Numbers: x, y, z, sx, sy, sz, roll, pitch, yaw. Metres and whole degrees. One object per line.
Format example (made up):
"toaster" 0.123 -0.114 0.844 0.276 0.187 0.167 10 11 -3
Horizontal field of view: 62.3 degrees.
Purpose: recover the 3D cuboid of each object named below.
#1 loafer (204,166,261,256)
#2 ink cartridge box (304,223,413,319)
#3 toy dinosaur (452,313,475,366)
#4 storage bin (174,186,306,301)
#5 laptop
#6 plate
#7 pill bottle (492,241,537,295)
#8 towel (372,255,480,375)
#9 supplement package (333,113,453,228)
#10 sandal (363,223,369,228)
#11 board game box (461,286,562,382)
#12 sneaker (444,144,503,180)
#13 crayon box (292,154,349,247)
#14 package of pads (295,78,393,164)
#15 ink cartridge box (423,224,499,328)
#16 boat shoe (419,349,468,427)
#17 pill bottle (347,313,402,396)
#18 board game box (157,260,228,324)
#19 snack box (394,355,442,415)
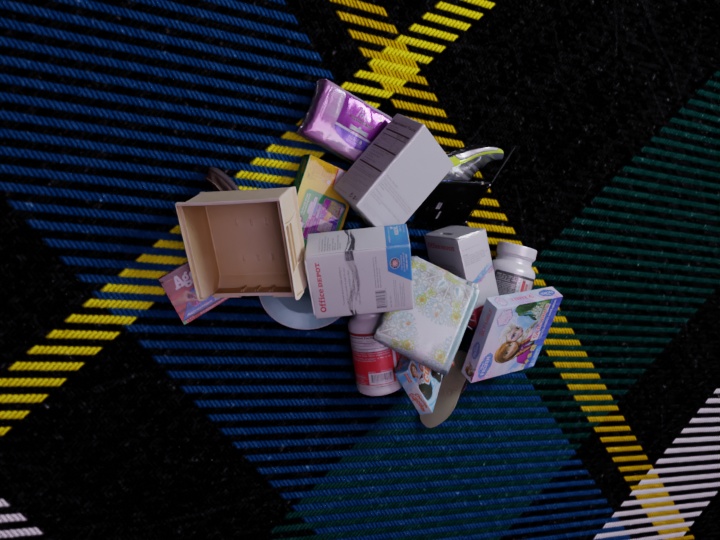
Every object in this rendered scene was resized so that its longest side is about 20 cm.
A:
"loafer" -0.240 -0.107 1.145 0.070 0.073 0.202 -37 95 -6
"ink cartridge box" -0.001 0.002 1.141 0.194 0.085 0.148 -6 124 2
"toy dinosaur" 0.150 0.122 1.304 0.194 0.106 0.185 -1 55 4
"storage bin" -0.208 -0.042 1.083 0.194 0.094 0.204 -1 112 13
"laptop" 0.224 -0.186 1.299 0.194 0.178 0.106 1 66 -9
"plate" -0.111 0.035 1.222 0.194 0.026 0.204 -3 124 -4
"pill bottle" 0.345 0.042 1.400 0.113 0.115 0.205 14 92 -23
"towel" 0.139 0.087 1.218 0.168 0.048 0.204 24 74 7
"supplement package" 0.064 -0.186 1.175 0.201 0.117 0.117 -48 125 0
"sandal" 0.041 -0.078 1.292 0.073 0.048 0.207 -7 100 -21
"board game box" 0.333 0.141 1.312 0.195 0.041 0.204 -8 125 -29
"sneaker" 0.236 -0.233 1.349 0.195 0.074 0.083 -17 110 -12
"crayon box" -0.092 -0.120 1.225 0.116 0.058 0.205 19 90 -23
"package of pads" -0.022 -0.292 1.222 0.197 0.075 0.123 24 91 -23
"ink cartridge box" 0.228 0.010 1.329 0.084 0.147 0.205 -18 104 -21
"boat shoe" 0.207 0.278 1.397 0.205 0.073 0.063 -63 157 9
"pill bottle" 0.032 0.155 1.285 0.110 0.112 0.206 -12 101 -20
"board game box" -0.288 0.011 1.182 0.197 0.019 0.105 -32 107 -16
"snack box" 0.140 0.202 1.312 0.118 0.036 0.201 58 33 -20
